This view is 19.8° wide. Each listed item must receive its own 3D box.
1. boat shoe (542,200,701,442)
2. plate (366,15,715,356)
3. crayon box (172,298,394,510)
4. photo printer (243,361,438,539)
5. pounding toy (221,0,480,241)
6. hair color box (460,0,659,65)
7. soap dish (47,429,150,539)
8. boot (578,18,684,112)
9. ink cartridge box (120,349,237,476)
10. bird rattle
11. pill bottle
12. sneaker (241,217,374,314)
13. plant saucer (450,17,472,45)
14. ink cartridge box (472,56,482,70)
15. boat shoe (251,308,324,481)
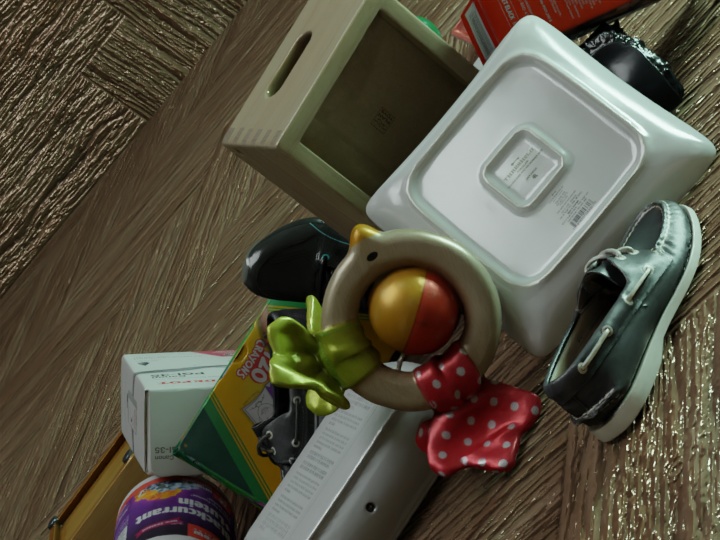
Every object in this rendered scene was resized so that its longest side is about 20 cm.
[{"bbox_3d":[0.172,0.021,1.378,0.074,0.060,0.200,-37,23,53],"label":"boat shoe"},{"bbox_3d":[0.124,-0.069,1.508,0.200,0.200,0.032,-49,-30,0],"label":"plate"},{"bbox_3d":[-0.062,0.106,1.803,0.200,0.119,0.058,-59,4,-14],"label":"crayon box"},{"bbox_3d":[-0.002,0.161,1.603,0.200,0.069,0.166,-56,14,-7],"label":"photo printer"},{"bbox_3d":[0.015,-0.135,1.702,0.142,0.184,0.200,9,66,60],"label":"pounding toy"},{"bbox_3d":[0.187,-0.228,1.663,0.199,0.064,0.111,-26,-2,-4],"label":"hair color box"},{"bbox_3d":[-0.255,0.252,2.184,0.200,0.081,0.157,-53,15,11],"label":"soap dish"},{"bbox_3d":[0.176,-0.095,1.577,0.168,0.076,0.200,-37,39,7],"label":"boot"},{"bbox_3d":[-0.143,0.131,1.944,0.200,0.146,0.083,-153,62,-76],"label":"ink cartridge box"},{"bbox_3d":[0.036,0.055,1.466,0.113,0.199,0.164,-21,-53,-76],"label":"bird rattle"},{"bbox_3d":[-0.162,0.264,1.798,0.112,0.111,0.200,-51,15,13],"label":"pill bottle"},{"bbox_3d":[0.000,0.000,1.752,0.079,0.199,0.076,-125,36,-61],"label":"sneaker"},{"bbox_3d":[0.182,-0.304,2.119,0.200,0.037,0.200,-54,15,4],"label":"plant saucer"},{"bbox_3d":[0.115,-0.095,1.769,0.145,0.084,0.200,-55,15,3],"label":"ink cartridge box"},{"bbox_3d":[-0.058,0.128,1.715,0.070,0.066,0.201,162,112,-73],"label":"boat shoe"}]
